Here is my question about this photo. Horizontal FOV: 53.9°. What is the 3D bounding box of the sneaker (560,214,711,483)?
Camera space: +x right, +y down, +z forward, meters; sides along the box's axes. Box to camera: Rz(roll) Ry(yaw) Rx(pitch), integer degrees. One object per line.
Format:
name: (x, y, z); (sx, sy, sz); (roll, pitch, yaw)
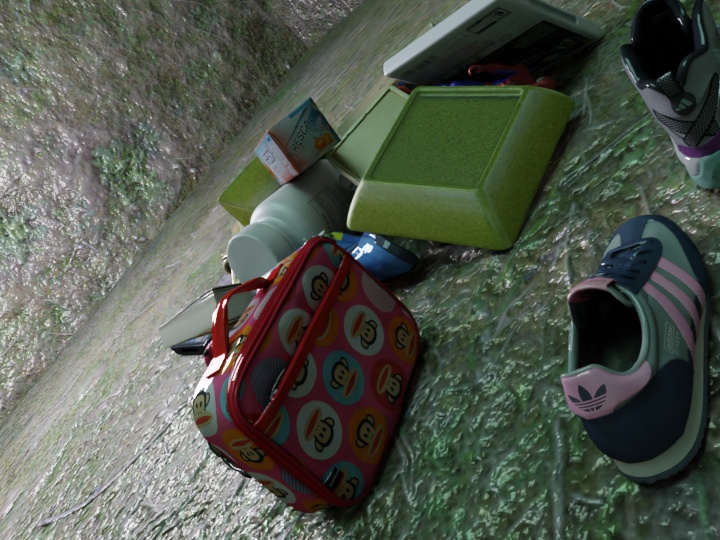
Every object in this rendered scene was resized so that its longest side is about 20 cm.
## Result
sneaker: (0.160, 0.017, 0.421); (0.070, 0.082, 0.201); (-30, 25, 37)

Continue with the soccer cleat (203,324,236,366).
soccer cleat: (-0.121, 0.086, 0.903); (0.199, 0.070, 0.086); (-29, 6, 41)

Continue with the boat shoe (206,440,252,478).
boat shoe: (-0.118, 0.155, 0.695); (0.200, 0.065, 0.073); (9, 86, 56)

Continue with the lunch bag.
lunch bag: (-0.045, 0.075, 0.587); (0.082, 0.176, 0.201); (-26, 28, 43)

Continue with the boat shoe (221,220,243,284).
boat shoe: (-0.191, -0.019, 1.139); (0.069, 0.074, 0.200); (-32, 33, 1)

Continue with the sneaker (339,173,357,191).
sneaker: (0.063, -0.146, 0.953); (0.199, 0.081, 0.075); (-38, -17, -29)

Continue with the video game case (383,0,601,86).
video game case: (0.157, -0.268, 0.864); (0.199, 0.180, 0.024); (-20, 71, 51)

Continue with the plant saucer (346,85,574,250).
plant saucer: (0.094, -0.125, 0.735); (0.198, 0.048, 0.201); (10, 60, 37)

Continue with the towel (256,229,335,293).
towel: (-0.072, 0.076, 0.745); (0.152, 0.023, 0.202); (-31, 52, 43)

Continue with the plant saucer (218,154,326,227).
plant saucer: (-0.090, -0.122, 1.082); (0.200, 0.200, 0.048); (-48, 60, -4)

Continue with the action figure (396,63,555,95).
action figure: (0.128, -0.208, 0.847); (0.198, 0.066, 0.099); (-3, 9, 28)

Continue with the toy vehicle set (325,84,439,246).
toy vehicle set: (0.060, -0.130, 0.829); (0.124, 0.027, 0.200); (-47, 52, -2)

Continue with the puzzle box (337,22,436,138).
puzzle box: (0.077, -0.239, 0.985); (0.200, 0.132, 0.026); (-43, 55, 33)

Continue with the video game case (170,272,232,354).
video game case: (-0.234, 0.057, 1.220); (0.180, 0.025, 0.201); (-12, 39, 57)

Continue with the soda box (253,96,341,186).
soda box: (-0.085, -0.158, 0.900); (0.068, 0.064, 0.200); (-39, 11, -9)

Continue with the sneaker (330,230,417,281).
sneaker: (0.000, 0.000, 0.816); (0.079, 0.066, 0.200); (-63, 23, -9)

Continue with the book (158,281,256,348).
book: (-0.186, 0.060, 1.000); (0.133, 0.049, 0.199); (-15, -8, -39)

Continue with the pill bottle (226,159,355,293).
pill bottle: (-0.081, -0.056, 0.940); (0.114, 0.115, 0.200); (-25, 15, 44)

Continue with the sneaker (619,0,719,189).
sneaker: (0.241, -0.169, 0.522); (0.077, 0.140, 0.201); (-31, 26, 36)
